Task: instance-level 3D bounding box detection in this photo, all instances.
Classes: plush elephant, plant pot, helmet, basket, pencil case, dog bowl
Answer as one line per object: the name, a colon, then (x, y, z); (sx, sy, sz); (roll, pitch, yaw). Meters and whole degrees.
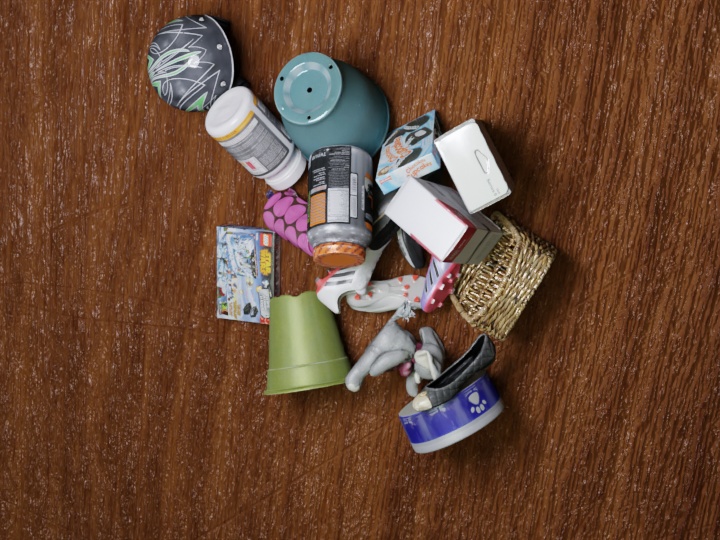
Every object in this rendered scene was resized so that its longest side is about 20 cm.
plush elephant: (0.094, 0.175, 1.669); (0.154, 0.165, 0.201); (38, 113, 2)
plant pot: (-0.115, 0.143, 1.731); (0.197, 0.200, 0.193); (-10, 87, 19)
helmet: (-0.323, -0.407, 1.663); (0.197, 0.191, 0.204); (4, 103, 17)
basket: (0.259, 0.012, 1.595); (0.148, 0.143, 0.202); (32, 109, 8)
pencil case: (-0.117, -0.096, 1.671); (0.094, 0.091, 0.199); (-49, 41, -7)
dog bowl: (0.176, 0.272, 1.645); (0.198, 0.200, 0.080); (-28, 90, 20)
plant pot: (-0.067, -0.306, 1.574); (0.197, 0.188, 0.204); (-4, 79, 20)

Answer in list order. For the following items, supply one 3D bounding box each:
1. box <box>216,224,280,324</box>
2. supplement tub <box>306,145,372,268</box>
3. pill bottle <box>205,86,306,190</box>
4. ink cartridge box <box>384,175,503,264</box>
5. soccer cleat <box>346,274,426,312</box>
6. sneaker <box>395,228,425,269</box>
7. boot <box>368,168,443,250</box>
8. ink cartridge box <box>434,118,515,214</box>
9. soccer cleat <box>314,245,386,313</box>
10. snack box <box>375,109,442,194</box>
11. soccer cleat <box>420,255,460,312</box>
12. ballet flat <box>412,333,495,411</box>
box: (-0.239, 0.008, 1.806); (0.135, 0.040, 0.204); (6, 103, 17)
supplement tub: (-0.037, -0.114, 1.537); (0.120, 0.122, 0.204); (-4, 74, 18)
pill bottle: (-0.200, -0.254, 1.653); (0.115, 0.118, 0.200); (-27, 134, 20)
ink cartridge box: (0.154, -0.086, 1.521); (0.147, 0.199, 0.083); (43, 107, 22)
soccer cleat: (0.069, 0.051, 1.711); (0.196, 0.078, 0.070); (-1, 65, 1)
sneaker: (0.109, -0.104, 1.657); (0.086, 0.076, 0.203); (-15, 96, 14)
boot: (0.047, -0.157, 1.607); (0.200, 0.078, 0.138); (-43, 62, -2)
ink cartridge box: (0.211, -0.192, 1.532); (0.087, 0.200, 0.147); (-27, 93, 13)
soccer cleat: (0.000, 0.000, 1.651); (0.199, 0.069, 0.086); (-40, 80, 4)
snack box: (0.093, -0.223, 1.570); (0.115, 0.201, 0.037); (-24, 117, 20)
soccer cleat: (0.161, -0.016, 1.651); (0.076, 0.066, 0.202); (29, 94, 31)
ballet flat: (0.170, 0.190, 1.564); (0.199, 0.066, 0.057); (-36, 114, -20)
